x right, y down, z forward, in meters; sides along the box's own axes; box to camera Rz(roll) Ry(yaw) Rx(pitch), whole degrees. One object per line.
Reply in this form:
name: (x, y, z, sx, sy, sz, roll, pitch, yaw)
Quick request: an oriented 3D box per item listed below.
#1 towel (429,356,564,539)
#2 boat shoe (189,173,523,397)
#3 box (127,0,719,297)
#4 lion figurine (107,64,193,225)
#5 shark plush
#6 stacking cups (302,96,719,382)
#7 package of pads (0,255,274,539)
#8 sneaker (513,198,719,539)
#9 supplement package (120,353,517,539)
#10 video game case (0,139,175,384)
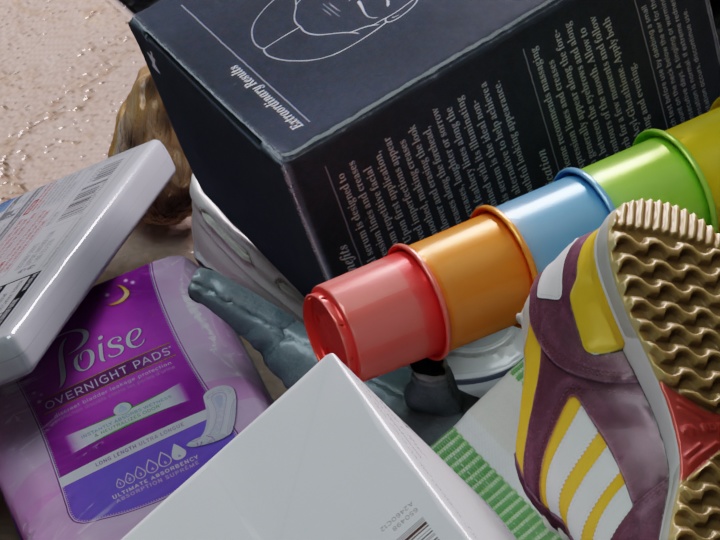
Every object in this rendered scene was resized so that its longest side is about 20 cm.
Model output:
towel: (0.079, 0.095, 0.897, 0.200, 0.023, 0.153, -45, 44, -1)
boat shoe: (0.000, 0.000, 1.114, 0.072, 0.066, 0.200, -39, 46, -25)
box: (0.030, -0.087, 1.062, 0.200, 0.107, 0.148, -31, 40, -12)
lion figurine: (-0.029, -0.087, 1.185, 0.200, 0.072, 0.123, -3, 81, 22)
shark plush: (0.026, 0.049, 0.994, 0.200, 0.083, 0.091, 41, 56, 13)
stacking cups: (0.075, -0.009, 0.956, 0.200, 0.061, 0.061, -22, 41, -23)
package of pads: (-0.086, 0.088, 1.036, 0.120, 0.076, 0.200, -23, 41, -8)
sneaker: (0.100, 0.081, 0.836, 0.075, 0.090, 0.200, 9, 59, -28)
supplement package: (0.003, 0.157, 0.805, 0.156, 0.111, 0.200, -41, 42, 3)
video game case: (-0.188, 0.019, 1.100, 0.182, 0.022, 0.200, -21, 20, 23)
